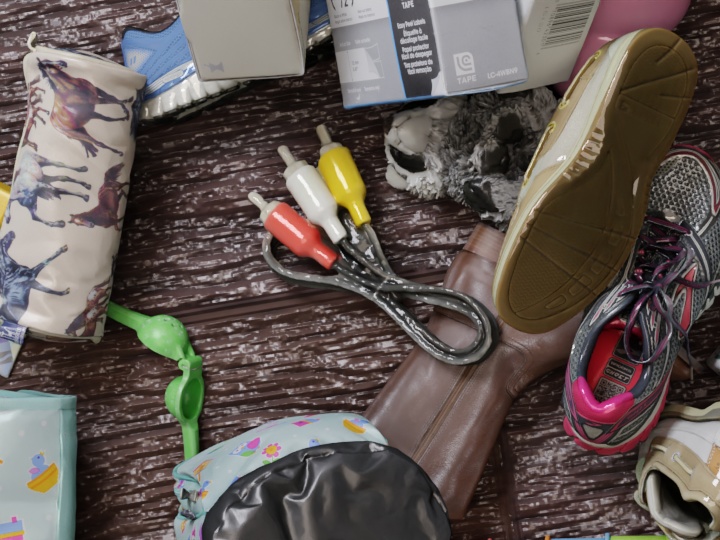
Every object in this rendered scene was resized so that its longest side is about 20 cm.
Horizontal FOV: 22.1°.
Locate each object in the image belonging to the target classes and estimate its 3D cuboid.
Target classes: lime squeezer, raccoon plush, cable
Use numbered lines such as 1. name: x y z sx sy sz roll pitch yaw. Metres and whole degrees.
1. lime squeezer: -0.139 0.078 1.257 0.070 0.038 0.201 -28 86 6
2. raccoon plush: 0.103 -0.055 1.224 0.200 0.134 0.097 38 77 -25
3. cable: 0.000 0.000 1.213 0.097 0.050 0.200 -45 63 8

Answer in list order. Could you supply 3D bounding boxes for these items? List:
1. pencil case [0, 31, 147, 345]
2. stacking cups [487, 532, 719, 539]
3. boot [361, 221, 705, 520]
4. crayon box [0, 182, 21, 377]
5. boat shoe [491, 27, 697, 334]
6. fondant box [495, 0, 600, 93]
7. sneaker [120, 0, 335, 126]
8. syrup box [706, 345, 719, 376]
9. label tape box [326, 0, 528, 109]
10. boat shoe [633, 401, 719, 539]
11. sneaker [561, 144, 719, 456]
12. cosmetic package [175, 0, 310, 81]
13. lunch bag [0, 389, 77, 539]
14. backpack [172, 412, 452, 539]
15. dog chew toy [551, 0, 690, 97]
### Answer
1. pencil case: -0.198 -0.052 1.217 0.089 0.078 0.201 9 99 -17
2. stacking cups: 0.145 0.196 1.213 0.199 0.060 0.061 0 89 12
3. boot: 0.102 0.095 1.212 0.186 0.064 0.200 30 89 20
4. crayon box: -0.315 -0.022 1.275 0.199 0.052 0.126 24 92 7
5. boat shoe: 0.137 -0.055 1.126 0.074 0.066 0.200 31 90 -20
6. fondant box: 0.080 -0.231 1.144 0.058 0.145 0.200 -14 55 -26
7. sneaker: -0.073 -0.171 1.234 0.199 0.079 0.089 -22 89 7
8. syrup box: 0.271 0.055 1.122 0.081 0.200 0.079 42 94 4
9. label tape box: 0.027 -0.204 1.125 0.066 0.143 0.201 -15 98 -24
10. boat shoe: 0.201 0.128 1.127 0.075 0.200 0.068 44 76 6
11. sneaker: 0.180 0.015 1.131 0.080 0.075 0.201 15 75 14
12. cosmetic package: -0.069 -0.226 1.172 0.071 0.105 0.201 -3 52 7
13. lunch bag: -0.281 0.158 1.233 0.199 0.122 0.171 2 88 13
14. backpack: -0.043 0.158 1.166 0.166 0.200 0.127 -11 88 -17
15. dog chew toy: 0.161 -0.198 1.187 0.124 0.125 0.201 4 98 7
